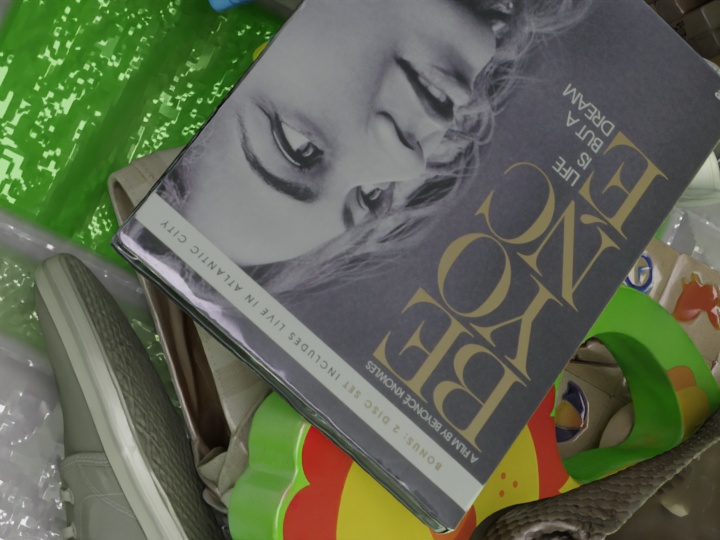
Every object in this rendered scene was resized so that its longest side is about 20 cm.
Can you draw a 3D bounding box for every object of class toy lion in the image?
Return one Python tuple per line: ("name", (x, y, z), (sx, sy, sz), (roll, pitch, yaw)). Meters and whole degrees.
("toy lion", (0.048, 0.079, 0.827), (0.200, 0.069, 0.192), (-50, 122, -24))

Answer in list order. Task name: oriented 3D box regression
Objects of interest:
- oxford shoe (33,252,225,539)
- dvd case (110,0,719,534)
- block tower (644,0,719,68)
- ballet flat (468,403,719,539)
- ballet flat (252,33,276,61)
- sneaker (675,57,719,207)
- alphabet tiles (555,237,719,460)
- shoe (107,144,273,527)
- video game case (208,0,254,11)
("oxford shoe", (-0.086, 0.092, 0.842), (0.058, 0.075, 0.201), (-20, 92, 11))
("dvd case", (0.029, -0.035, 0.779), (0.149, 0.016, 0.200), (42, 67, -12))
("block tower", (0.115, -0.174, 0.920), (0.054, 0.058, 0.200), (-29, 94, -17))
("ballet flat", (0.124, 0.084, 0.819), (0.199, 0.046, 0.068), (-16, 99, -34))
("ballet flat", (0.000, 0.000, 0.871), (0.067, 0.067, 0.201), (-8, 101, 15))
("sneaker", (0.085, -0.062, 0.853), (0.200, 0.080, 0.077), (4, 90, -44))
("alphabet tiles", (0.122, 0.081, 0.931), (0.200, 0.006, 0.167), (29, 79, -12))
("shoe", (-0.048, 0.049, 0.851), (0.053, 0.070, 0.201), (-9, 80, -29))
("video game case", (-0.064, -0.196, 0.836), (0.018, 0.143, 0.201), (-24, 95, 23))
